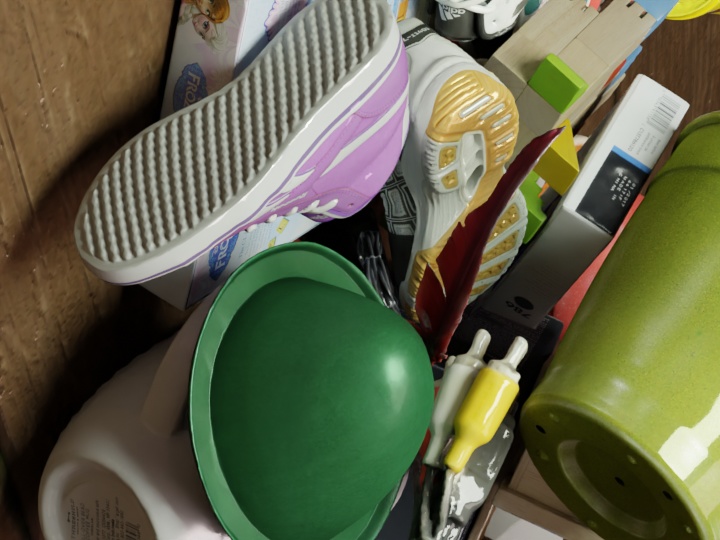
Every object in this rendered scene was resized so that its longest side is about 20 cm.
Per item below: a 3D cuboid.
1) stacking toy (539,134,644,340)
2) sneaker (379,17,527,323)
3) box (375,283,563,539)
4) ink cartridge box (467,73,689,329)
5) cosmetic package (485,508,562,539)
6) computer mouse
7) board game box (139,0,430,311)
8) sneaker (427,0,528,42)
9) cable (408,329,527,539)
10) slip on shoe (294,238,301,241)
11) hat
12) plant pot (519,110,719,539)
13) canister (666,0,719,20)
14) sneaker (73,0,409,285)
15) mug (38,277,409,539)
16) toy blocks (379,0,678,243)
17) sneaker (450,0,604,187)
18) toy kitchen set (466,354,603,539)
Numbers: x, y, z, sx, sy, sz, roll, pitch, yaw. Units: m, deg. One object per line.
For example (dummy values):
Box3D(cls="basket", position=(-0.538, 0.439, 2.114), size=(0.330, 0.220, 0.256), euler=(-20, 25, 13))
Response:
Box3D(cls="stacking toy", position=(0.182, 0.014, 1.953), size=(0.146, 0.200, 0.146), euler=(-45, 153, -31))
Box3D(cls="sneaker", position=(0.039, -0.057, 1.607), size=(0.075, 0.088, 0.200), euler=(-27, 146, -24))
Box3D(cls="box", position=(0.037, 0.097, 1.804), size=(0.200, 0.107, 0.149), euler=(-49, 163, -73))
Box3D(cls="ink cartridge box", position=(0.124, -0.031, 1.716), size=(0.100, 0.039, 0.200), euler=(-59, -177, -23))
Box3D(cls="cosmetic package", position=(0.050, 0.182, 2.001), size=(0.200, 0.107, 0.085), euler=(-36, 146, -48))
Box3D(cls="computer mouse", position=(0.000, 0.000, 1.672), size=(0.200, 0.034, 0.059), euler=(-104, 179, -83))
Box3D(cls="board game box", position=(-0.033, -0.104, 1.570), size=(0.199, 0.041, 0.201), euler=(-34, 145, -48))
Box3D(cls="sneaker", position=(0.057, -0.161, 1.540), size=(0.200, 0.075, 0.116), euler=(-32, 142, -54))
Box3D(cls="cable", position=(0.031, 0.126, 1.557), size=(0.097, 0.050, 0.201), euler=(-24, -145, 59))
Box3D(cls="slip on shoe", position=(-0.049, 0.065, 1.715), size=(0.074, 0.061, 0.201), euler=(-41, 152, -42))
Box3D(cls="hat", position=(0.028, 0.061, 1.463), size=(0.166, 0.176, 0.201), euler=(-49, 124, -38))
Box3D(cls="plant pot", position=(0.191, 0.052, 1.588), size=(0.193, 0.200, 0.201), euler=(-46, 154, -23))
Box3D(cls="canister", position=(0.215, -0.230, 1.837), size=(0.200, 0.086, 0.149), euler=(-16, 126, -74))
Box3D(cls="sneaker", position=(-0.049, -0.039, 1.474), size=(0.200, 0.073, 0.114), euler=(-38, 147, -16))
Box3D(cls="mug", position=(-0.076, 0.086, 1.571), size=(0.175, 0.147, 0.201), euler=(-28, 143, -46))
Box3D(cls="toy blocks", position=(0.102, -0.098, 1.672), size=(0.137, 0.100, 0.200), euler=(-44, 173, -37))
Box3D(cls="sneaker", position=(0.078, -0.117, 1.777), size=(0.093, 0.070, 0.200), euler=(-12, 132, -38))
Box3D(cls="toy kitchen set", position=(0.159, 0.165, 1.765), size=(0.200, 0.180, 0.164), euler=(-26, 141, -82))
